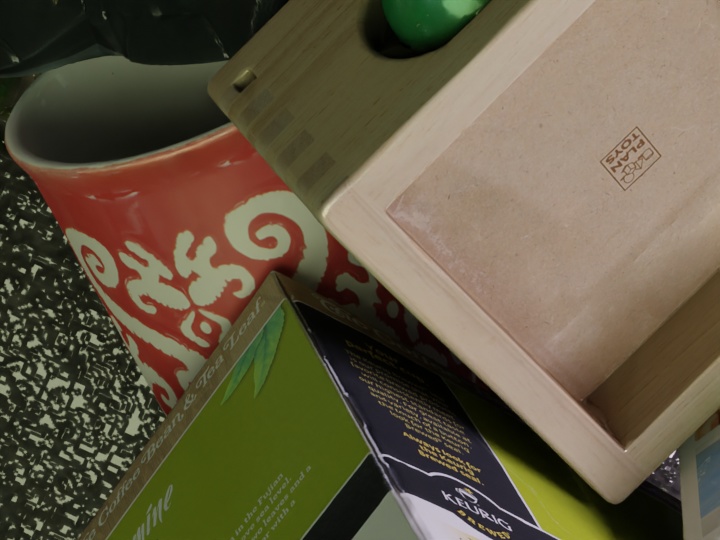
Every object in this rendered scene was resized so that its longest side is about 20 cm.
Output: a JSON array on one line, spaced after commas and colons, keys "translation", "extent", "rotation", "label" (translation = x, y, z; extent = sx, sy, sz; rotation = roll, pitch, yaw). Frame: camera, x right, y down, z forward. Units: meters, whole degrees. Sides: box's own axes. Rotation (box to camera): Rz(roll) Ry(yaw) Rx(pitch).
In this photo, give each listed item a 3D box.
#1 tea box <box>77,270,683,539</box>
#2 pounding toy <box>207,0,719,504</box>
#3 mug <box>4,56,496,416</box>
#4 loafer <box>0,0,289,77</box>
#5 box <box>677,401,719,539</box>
[{"translation": [0.036, 0.132, 0.863], "extent": [0.200, 0.197, 0.134], "rotation": [30, 104, -26], "label": "tea box"}, {"translation": [0.060, -0.076, 0.852], "extent": [0.184, 0.142, 0.200], "rotation": [-45, 124, 2], "label": "pounding toy"}, {"translation": [-0.004, 0.007, 0.961], "extent": [0.177, 0.133, 0.200], "rotation": [-13, 118, 18], "label": "mug"}, {"translation": [-0.096, -0.107, 0.946], "extent": [0.200, 0.072, 0.073], "rotation": [10, 113, 29], "label": "loafer"}, {"translation": [0.174, 0.034, 0.898], "extent": [0.112, 0.200, 0.101], "rotation": [-38, 113, 24], "label": "box"}]
